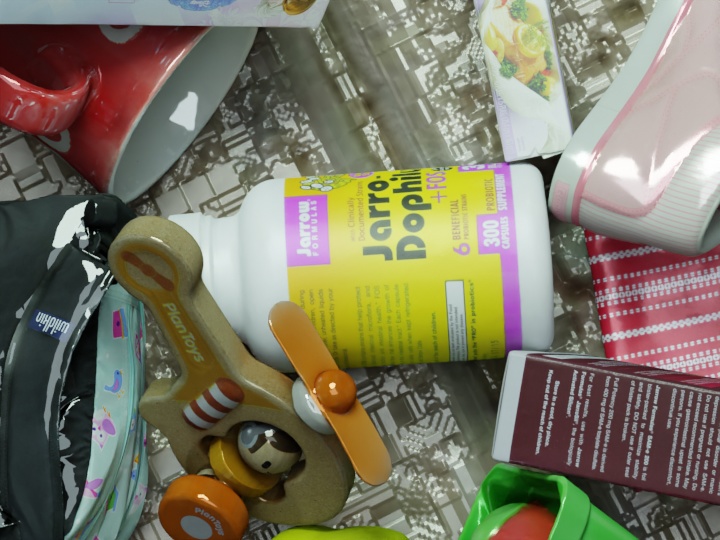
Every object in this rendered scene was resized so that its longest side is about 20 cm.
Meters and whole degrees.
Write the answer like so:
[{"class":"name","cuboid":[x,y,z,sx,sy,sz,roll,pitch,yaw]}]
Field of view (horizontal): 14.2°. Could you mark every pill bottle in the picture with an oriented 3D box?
[{"class":"pill bottle","cuboid":[0.000,0.000,1.534,0.200,0.104,0.104,-4,83,1]}]

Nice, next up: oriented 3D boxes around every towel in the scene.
[{"class":"towel","cuboid":[0.199,0.010,1.569,0.144,0.022,0.200,-10,84,1]}]

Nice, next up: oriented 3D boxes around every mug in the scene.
[{"class":"mug","cuboid":[-0.174,-0.148,1.526,0.200,0.178,0.133,36,89,10]}]

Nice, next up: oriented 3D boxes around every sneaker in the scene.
[{"class":"sneaker","cuboid":[0.189,-0.088,1.526,0.105,0.075,0.200,23,61,21]}]

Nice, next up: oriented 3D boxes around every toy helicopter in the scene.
[{"class":"toy helicopter","cuboid":[-0.062,0.054,1.466,0.132,0.200,0.079,-6,38,33]}]

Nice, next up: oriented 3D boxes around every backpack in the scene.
[{"class":"backpack","cuboid":[-0.179,0.067,1.518,0.167,0.127,0.200,-6,81,22]}]

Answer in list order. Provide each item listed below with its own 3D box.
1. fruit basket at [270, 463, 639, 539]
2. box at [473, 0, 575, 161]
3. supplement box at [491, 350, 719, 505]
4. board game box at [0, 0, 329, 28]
[{"class":"fruit basket","cuboid":[0.039,0.191,1.500,0.215,0.155,0.216,0,90,-15]},{"class":"box","cuboid":[0.077,-0.157,1.524,0.039,0.041,0.200,-11,94,6]},{"class":"supplement box","cuboid":[0.181,0.087,1.483,0.200,0.109,0.061,9,92,25]},{"class":"board game box","cuboid":[-0.140,-0.199,1.492,0.200,0.041,0.200,-3,42,-34]}]
